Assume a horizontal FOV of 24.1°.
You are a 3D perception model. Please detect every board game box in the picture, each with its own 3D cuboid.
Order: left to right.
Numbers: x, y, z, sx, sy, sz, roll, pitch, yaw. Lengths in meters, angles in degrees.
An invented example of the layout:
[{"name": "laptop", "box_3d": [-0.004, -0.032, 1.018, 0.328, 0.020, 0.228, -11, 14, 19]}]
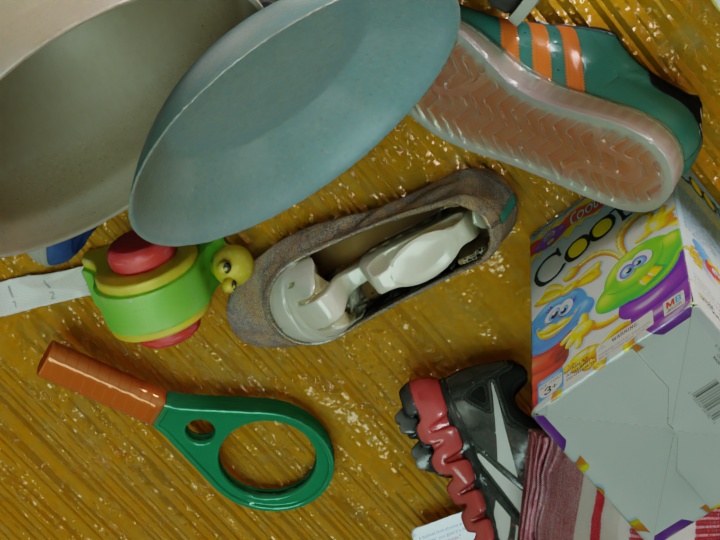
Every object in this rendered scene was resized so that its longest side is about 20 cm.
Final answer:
[{"name": "board game box", "box_3d": [0.161, 0.033, 0.911, 0.103, 0.200, 0.105, -36, 108, 21]}]

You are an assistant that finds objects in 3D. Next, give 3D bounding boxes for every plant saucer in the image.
[{"name": "plant saucer", "box_3d": [-0.040, -0.090, 0.855, 0.201, 0.201, 0.039, -43, 73, 22]}]

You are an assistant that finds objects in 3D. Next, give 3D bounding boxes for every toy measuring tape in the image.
[{"name": "toy measuring tape", "box_3d": [-0.160, 0.018, 1.013, 0.198, 0.074, 0.074, -11, 114, 11]}]

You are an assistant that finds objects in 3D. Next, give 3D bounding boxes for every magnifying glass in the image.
[{"name": "magnifying glass", "box_3d": [-0.108, 0.094, 1.059, 0.199, 0.022, 0.080, 25, 120, -17]}]

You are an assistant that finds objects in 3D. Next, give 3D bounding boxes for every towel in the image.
[{"name": "towel", "box_3d": [0.174, 0.175, 0.991, 0.199, 0.023, 0.146, 10, 82, -32]}]

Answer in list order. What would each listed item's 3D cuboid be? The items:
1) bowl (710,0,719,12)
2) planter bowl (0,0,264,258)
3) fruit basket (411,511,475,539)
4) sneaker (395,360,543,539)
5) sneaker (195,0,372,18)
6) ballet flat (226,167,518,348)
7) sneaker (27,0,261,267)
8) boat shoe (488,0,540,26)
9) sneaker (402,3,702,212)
[{"name": "bowl", "box_3d": [0.254, -0.204, 0.837, 0.198, 0.108, 0.202, 2, 116, 5]}, {"name": "planter bowl", "box_3d": [-0.163, -0.119, 0.834, 0.200, 0.200, 0.135, -44, 72, 23]}, {"name": "fruit basket", "box_3d": [0.153, 0.223, 1.084, 0.184, 0.094, 0.201, -22, 96, 16]}, {"name": "sneaker", "box_3d": [0.102, 0.143, 1.009, 0.097, 0.071, 0.202, -27, 81, 3]}, {"name": "sneaker", "box_3d": [0.002, -0.182, 0.886, 0.199, 0.067, 0.090, -29, 100, 9]}, {"name": "ballet flat", "box_3d": [0.000, 0.000, 0.988, 0.199, 0.067, 0.068, -29, 109, 19]}, {"name": "sneaker", "box_3d": [-0.111, -0.065, 0.962, 0.111, 0.077, 0.201, 32, 109, 1]}, {"name": "boat shoe", "box_3d": [0.106, -0.227, 0.866, 0.060, 0.072, 0.202, 24, 109, -5]}, {"name": "sneaker", "box_3d": [0.096, -0.105, 0.932, 0.199, 0.080, 0.072, 29, 135, 13]}]
